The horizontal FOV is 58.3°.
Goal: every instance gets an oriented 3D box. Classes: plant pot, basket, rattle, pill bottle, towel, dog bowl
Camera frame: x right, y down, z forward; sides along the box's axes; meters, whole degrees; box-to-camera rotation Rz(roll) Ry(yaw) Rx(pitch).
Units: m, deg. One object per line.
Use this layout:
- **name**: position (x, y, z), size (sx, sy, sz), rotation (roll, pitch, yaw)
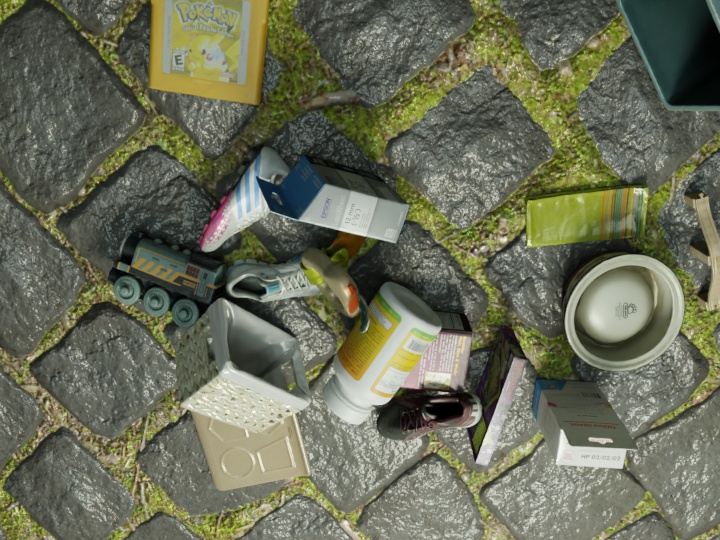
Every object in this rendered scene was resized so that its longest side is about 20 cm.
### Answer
- **plant pot**: position (0.510, -0.359, 0.875), size (0.198, 0.196, 0.199), rotation (-35, 106, 1)
- **basket**: position (-0.192, 0.161, 1.041), size (0.122, 0.138, 0.199), rotation (-34, 138, 18)
- **rattle**: position (0.000, 0.000, 0.962), size (0.140, 0.199, 0.133), rotation (-26, 102, -18)
- **pill bottle**: position (0.026, 0.130, 0.986), size (0.110, 0.111, 0.202), rotation (32, 104, -10)
- **towel**: position (0.368, -0.087, 1.051), size (0.194, 0.018, 0.089), rotation (-6, 108, 2)
- **dog bowl**: position (0.425, 0.060, 1.071), size (0.194, 0.074, 0.206), rotation (0, 108, 0)

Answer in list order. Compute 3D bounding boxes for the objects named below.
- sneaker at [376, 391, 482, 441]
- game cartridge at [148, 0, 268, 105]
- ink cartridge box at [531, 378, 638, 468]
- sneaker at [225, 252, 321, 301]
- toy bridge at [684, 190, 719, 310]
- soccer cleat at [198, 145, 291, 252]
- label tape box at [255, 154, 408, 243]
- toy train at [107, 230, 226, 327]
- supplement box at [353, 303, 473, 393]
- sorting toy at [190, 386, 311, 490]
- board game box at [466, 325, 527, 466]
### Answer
- **sneaker**: position (0.101, 0.240, 1.093), size (0.195, 0.115, 0.078), rotation (-18, 71, 20)
- **game cartridge**: position (-0.224, -0.362, 0.954), size (0.171, 0.033, 0.206), rotation (8, 110, -2)
- **ink cartridge box**: position (0.366, 0.262, 1.072), size (0.111, 0.201, 0.070), rotation (3, 110, -1)
- **sneaker**: position (-0.128, 0.021, 1.055), size (0.194, 0.087, 0.077), rotation (-7, 107, 1)
- **toy bridge**: position (0.561, -0.028, 1.044), size (0.026, 0.067, 0.205), rotation (-15, 109, 6)
- **soccer cleat**: position (-0.181, -0.098, 1.022), size (0.085, 0.070, 0.202), rotation (33, 105, -10)
- **label tape box**: position (-0.045, -0.115, 0.949), size (0.195, 0.144, 0.068), rotation (14, 110, -24)
- **toy train**: position (-0.312, 0.014, 1.054), size (0.195, 0.085, 0.117), rotation (21, 95, 3)
- **supplement box**: position (0.083, 0.130, 1.089), size (0.194, 0.086, 0.114), rotation (6, 108, -1)
- **sorting toy**: position (-0.199, 0.305, 1.181), size (0.194, 0.037, 0.190), rotation (-10, 108, 8)
- **board game box**: position (0.228, 0.211, 1.099), size (0.031, 0.121, 0.205), rotation (13, 109, -7)
